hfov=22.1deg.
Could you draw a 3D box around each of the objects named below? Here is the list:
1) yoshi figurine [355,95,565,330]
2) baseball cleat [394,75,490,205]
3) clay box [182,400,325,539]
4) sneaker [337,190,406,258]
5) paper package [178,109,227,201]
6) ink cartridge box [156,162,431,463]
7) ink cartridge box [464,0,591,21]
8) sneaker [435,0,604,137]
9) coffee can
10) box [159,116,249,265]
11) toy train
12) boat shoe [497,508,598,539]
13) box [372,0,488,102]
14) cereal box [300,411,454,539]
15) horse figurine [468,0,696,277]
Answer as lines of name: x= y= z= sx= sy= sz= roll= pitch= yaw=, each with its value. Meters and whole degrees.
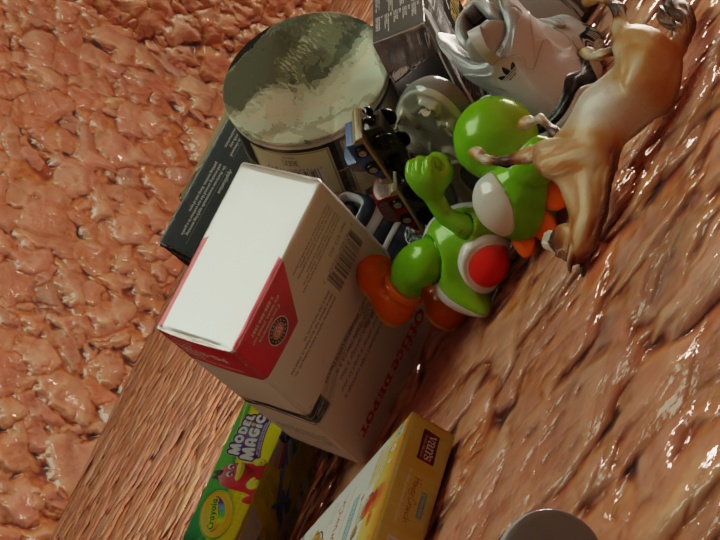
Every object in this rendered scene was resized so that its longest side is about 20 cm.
yoshi figurine: x=0.079 y=-0.049 z=1.319 sx=0.200 sy=0.112 sz=0.113 roll=-48 pitch=8 yaw=40
baseball cleat: x=0.080 y=-0.110 z=1.399 sx=0.107 sy=0.069 sz=0.200 roll=-58 pitch=-21 yaw=-18
clay box: x=-0.079 y=0.170 z=1.506 sx=0.115 sy=0.047 sz=0.201 roll=79 pitch=-154 yaw=-50
sneaker: x=0.000 y=0.000 z=1.563 sx=0.070 sy=0.108 sz=0.200 roll=-64 pitch=10 yaw=-27
paper package: x=-0.061 y=-0.115 z=1.951 sx=0.191 sy=0.199 sz=0.103 roll=-65 pitch=10 yaw=-27
ink cartridge box: x=-0.042 y=0.035 z=1.393 sx=0.084 sy=0.200 sz=0.145 roll=14 pitch=70 yaw=37
ink cartridge box: x=0.173 y=-0.282 z=1.574 sx=0.200 sy=0.084 sz=0.146 roll=-55 pitch=11 yaw=32
sneaker: x=0.123 y=-0.173 z=1.394 sx=0.075 sy=0.115 sz=0.200 roll=-44 pitch=16 yaw=21
coffee can: x=-0.022 y=-0.103 z=1.601 sx=0.200 sy=0.146 sz=0.147 roll=68 pitch=-141 yaw=-51
box: x=-0.060 y=-0.061 z=1.776 sx=0.201 sy=0.182 sz=0.104 roll=-61 pitch=-15 yaw=-6
toy train: x=0.033 y=-0.056 z=1.368 sx=0.046 sy=0.200 sz=0.034 roll=-14 pitch=53 yaw=17
boat shoe: x=0.049 y=0.203 z=0.850 sx=0.200 sy=0.073 sz=0.065 roll=-53 pitch=2 yaw=-21
box: x=0.062 y=-0.188 z=1.573 sx=0.050 sy=0.158 sz=0.200 roll=-20 pitch=33 yaw=14
cereal box: x=-0.013 y=0.204 z=1.231 sx=0.200 sy=0.039 sz=0.144 roll=-52 pitch=12 yaw=41
horse figurine: x=0.155 y=-0.107 z=1.184 sx=0.200 sy=0.050 sz=0.132 roll=-52 pitch=35 yaw=0
